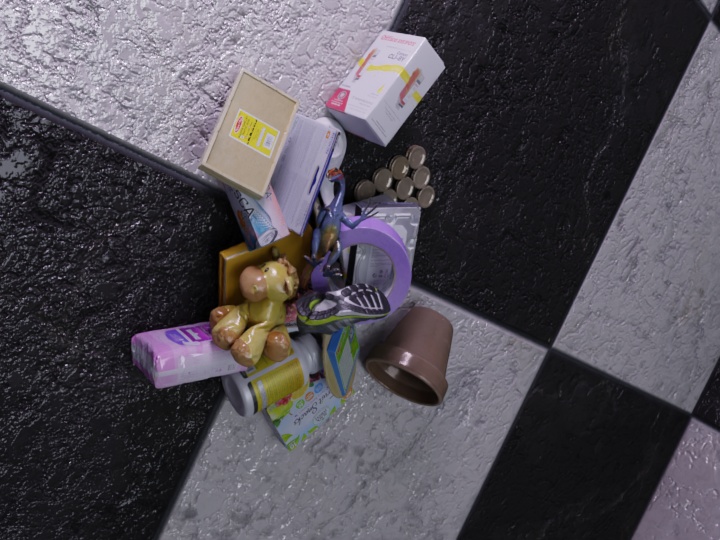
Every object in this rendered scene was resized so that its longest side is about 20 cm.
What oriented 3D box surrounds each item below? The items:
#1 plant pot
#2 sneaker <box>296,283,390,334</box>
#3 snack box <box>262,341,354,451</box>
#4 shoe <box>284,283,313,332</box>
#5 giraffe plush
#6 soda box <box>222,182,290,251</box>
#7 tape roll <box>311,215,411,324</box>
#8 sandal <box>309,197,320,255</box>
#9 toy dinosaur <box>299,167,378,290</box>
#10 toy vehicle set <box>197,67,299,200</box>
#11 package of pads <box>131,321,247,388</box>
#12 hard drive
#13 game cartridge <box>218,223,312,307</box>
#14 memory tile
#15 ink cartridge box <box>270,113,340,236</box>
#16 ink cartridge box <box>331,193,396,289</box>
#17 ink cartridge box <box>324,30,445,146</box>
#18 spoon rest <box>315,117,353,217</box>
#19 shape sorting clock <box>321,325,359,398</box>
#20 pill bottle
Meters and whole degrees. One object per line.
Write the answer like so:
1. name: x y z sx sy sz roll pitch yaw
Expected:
1. plant pot: 0.130 0.185 1.943 0.201 0.197 0.177 50 57 -40
2. sneaker: -0.036 0.079 1.611 0.195 0.075 0.082 -3 147 -22
3. snack box: -0.117 0.275 1.849 0.199 0.053 0.144 -40 130 -20
4. shoe: -0.137 0.073 1.737 0.197 0.071 0.093 4 105 -46
5. giraffe plush: -0.175 0.056 1.563 0.198 0.171 0.165 -22 139 -45
6. soda box: -0.201 -0.143 1.533 0.067 0.063 0.204 -24 94 -28
7. tape roll: 0.000 0.000 1.659 0.195 0.066 0.205 -2 112 -4
8. sandal: -0.085 -0.103 1.695 0.053 0.080 0.204 -22 117 -28
9. toy dinosaur: -0.068 -0.089 1.556 0.104 0.198 0.185 26 54 -34
10. toy vehicle set: -0.195 -0.242 1.500 0.123 0.026 0.204 27 69 -21
11. package of pads: -0.318 0.154 1.588 0.197 0.120 0.077 -8 115 -36
12. hard drive: 0.045 -0.038 1.723 0.137 0.038 0.205 -2 113 -25
13. game cartridge: -0.185 -0.005 1.646 0.197 0.032 0.178 -26 147 -30
14. memory tile: 0.075 -0.167 1.836 0.198 0.017 0.156 -35 127 -22
15. ink cartridge box: -0.103 -0.177 1.562 0.040 0.199 0.204 16 100 -32
16. ink cartridge box: 0.014 -0.039 1.781 0.142 0.084 0.204 -17 120 -19
17. ink cartridge box: 0.047 -0.358 1.642 0.201 0.144 0.083 -53 130 -8
18. spoon rest: -0.062 -0.201 1.681 0.098 0.060 0.205 -15 100 -33
19. shape sorting clock: -0.044 0.169 1.805 0.200 0.038 0.206 2 90 -74
20. pill bottle: -0.177 0.207 1.731 0.197 0.112 0.115 -25 124 -28
